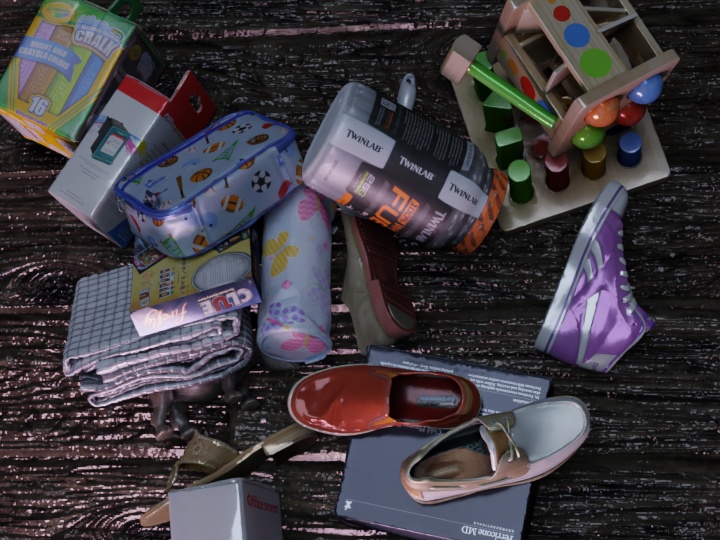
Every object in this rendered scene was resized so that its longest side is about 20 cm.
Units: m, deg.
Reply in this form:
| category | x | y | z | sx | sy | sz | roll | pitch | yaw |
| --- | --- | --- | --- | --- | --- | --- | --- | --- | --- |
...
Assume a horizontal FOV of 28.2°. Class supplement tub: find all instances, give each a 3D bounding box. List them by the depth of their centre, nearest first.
| category | x | y | z | sx | sy | sz | roll | pitch | yaw |
| --- | --- | --- | --- | --- | --- | --- | --- | --- | --- |
| supplement tub | 0.048 | -0.103 | 1.510 | 0.199 | 0.122 | 0.123 | 27 | 80 | -10 |

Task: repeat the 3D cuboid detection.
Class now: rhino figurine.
| category | x | y | z | sx | sy | sz | roll | pitch | yaw |
| --- | --- | --- | --- | --- | --- | --- | --- | --- | --- |
| rhino figurine | -0.146 | 0.112 | 1.581 | 0.199 | 0.060 | 0.088 | -26 | 63 | -2 |

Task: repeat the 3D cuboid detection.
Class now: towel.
| category | x | y | z | sx | sy | sz | roll | pitch | yaw |
| --- | --- | --- | --- | --- | --- | --- | --- | --- | --- |
| towel | -0.216 | 0.062 | 1.555 | 0.198 | 0.086 | 0.166 | -16 | 32 | 4 |

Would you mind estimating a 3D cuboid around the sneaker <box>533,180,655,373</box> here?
| category | x | y | z | sx | sy | sz | roll | pitch | yaw |
| --- | --- | --- | --- | --- | --- | --- | --- | --- | --- |
| sneaker | 0.274 | 0.012 | 1.541 | 0.113 | 0.073 | 0.202 | 21 | 91 | 10 |

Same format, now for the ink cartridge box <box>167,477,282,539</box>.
| category | x | y | z | sx | sy | sz | roll | pitch | yaw |
| --- | --- | --- | --- | --- | --- | --- | --- | --- | --- |
| ink cartridge box | -0.132 | 0.325 | 1.478 | 0.083 | 0.145 | 0.202 | -9 | 74 | 11 |

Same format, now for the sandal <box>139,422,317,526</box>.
| category | x | y | z | sx | sy | sz | roll | pitch | yaw |
| --- | --- | --- | --- | --- | --- | --- | --- | --- | --- |
| sandal | -0.154 | 0.200 | 1.555 | 0.210 | 0.078 | 0.070 | -26 | 70 | -7 |

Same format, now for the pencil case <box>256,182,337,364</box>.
| category | x | y | z | sx | sy | sz | roll | pitch | yaw |
| --- | --- | --- | --- | --- | --- | --- | --- | --- | --- |
| pencil case | -0.068 | -0.001 | 1.567 | 0.082 | 0.091 | 0.202 | -12 | 59 | 25 |

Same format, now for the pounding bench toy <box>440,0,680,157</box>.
| category | x | y | z | sx | sy | sz | roll | pitch | yaw |
| --- | --- | --- | --- | --- | --- | --- | --- | --- | --- |
| pounding bench toy | 0.202 | -0.200 | 1.484 | 0.199 | 0.124 | 0.157 | -28 | 76 | -15 |

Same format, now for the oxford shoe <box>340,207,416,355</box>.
| category | x | y | z | sx | sy | sz | roll | pitch | yaw |
| --- | --- | --- | --- | --- | --- | --- | --- | --- | --- |
| oxford shoe | 0.000 | 0.000 | 1.576 | 0.075 | 0.070 | 0.201 | -37 | 48 | 29 |

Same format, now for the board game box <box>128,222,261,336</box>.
| category | x | y | z | sx | sy | sz | roll | pitch | yaw |
| --- | --- | --- | --- | --- | --- | --- | --- | --- | --- |
| board game box | -0.177 | -0.016 | 1.539 | 0.134 | 0.035 | 0.201 | -16 | 33 | 5 |

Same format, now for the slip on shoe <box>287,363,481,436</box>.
| category | x | y | z | sx | sy | sz | roll | pitch | yaw |
| --- | --- | --- | --- | --- | --- | --- | --- | --- | --- |
| slip on shoe | 0.022 | 0.128 | 1.443 | 0.198 | 0.061 | 0.075 | 0 | 76 | 11 |

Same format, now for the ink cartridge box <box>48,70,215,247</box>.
| category | x | y | z | sx | sy | sz | roll | pitch | yaw |
| --- | --- | --- | --- | --- | --- | --- | --- | --- | --- |
| ink cartridge box | -0.256 | -0.139 | 1.634 | 0.067 | 0.116 | 0.201 | 30 | 81 | 17 |

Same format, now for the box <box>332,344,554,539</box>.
| category | x | y | z | sx | sy | sz | roll | pitch | yaw |
| --- | --- | --- | --- | --- | --- | --- | --- | --- | --- |
| box | 0.090 | 0.192 | 1.500 | 0.198 | 0.104 | 0.184 | 10 | 76 | 12 |

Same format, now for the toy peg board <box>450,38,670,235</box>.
| category | x | y | z | sx | sy | sz | roll | pitch | yaw |
| --- | --- | --- | --- | --- | --- | --- | --- | --- | --- |
| toy peg board | 0.218 | -0.173 | 1.579 | 0.198 | 0.098 | 0.202 | -18 | 74 | 4 |

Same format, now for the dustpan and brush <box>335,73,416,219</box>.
| category | x | y | z | sx | sy | sz | roll | pitch | yaw |
| --- | --- | --- | --- | --- | --- | --- | --- | --- | --- |
| dustpan and brush | 0.047 | -0.138 | 1.615 | 0.138 | 0.057 | 0.202 | 15 | 74 | -14 |

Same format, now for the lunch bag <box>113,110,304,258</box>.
| category | x | y | z | sx | sy | sz | roll | pitch | yaw |
| --- | --- | --- | --- | --- | --- | --- | --- | --- | --- |
| lunch bag | -0.167 | -0.097 | 1.553 | 0.199 | 0.076 | 0.160 | -32 | 33 | -20 |

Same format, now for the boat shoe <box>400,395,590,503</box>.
| category | x | y | z | sx | sy | sz | roll | pitch | yaw |
| --- | --- | --- | --- | --- | --- | --- | --- | --- | --- |
| boat shoe | 0.135 | 0.177 | 1.407 | 0.199 | 0.068 | 0.075 | -24 | 73 | 1 |

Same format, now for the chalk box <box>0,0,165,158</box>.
| category | x | y | z | sx | sy | sz | roll | pitch | yaw |
| --- | --- | --- | --- | --- | --- | --- | --- | --- | --- |
| chalk box | -0.317 | -0.238 | 1.666 | 0.123 | 0.124 | 0.201 | 23 | 79 | 14 |
